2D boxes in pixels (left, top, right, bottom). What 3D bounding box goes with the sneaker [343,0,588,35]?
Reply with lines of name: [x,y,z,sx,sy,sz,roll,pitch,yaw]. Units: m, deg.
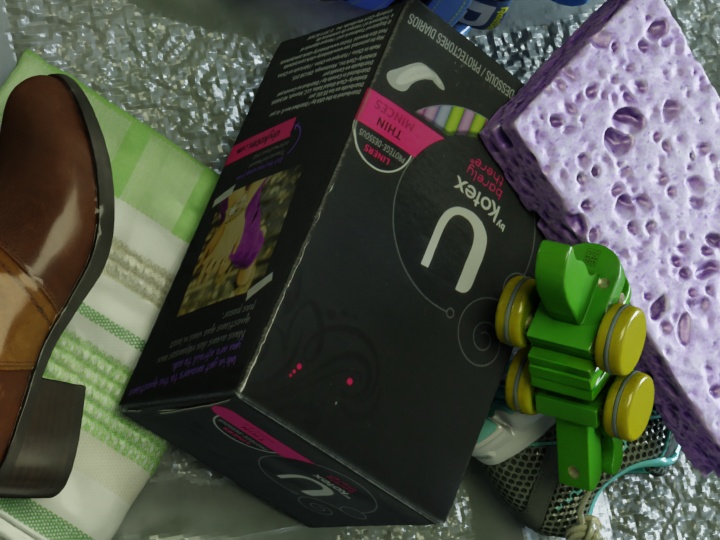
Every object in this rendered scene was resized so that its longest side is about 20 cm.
sneaker: [0.030,-0.152,1.129,0.200,0.074,0.082,-14,84,-23]

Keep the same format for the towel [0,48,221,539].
towel: [-0.138,0.019,1.047,0.149,0.031,0.200,34,65,-13]

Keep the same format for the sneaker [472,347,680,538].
sneaker: [0.131,0.053,1.128,0.200,0.078,0.091,-35,108,-22]

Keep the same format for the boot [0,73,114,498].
boot: [-0.207,-0.007,0.959,0.200,0.068,0.189,13,84,-32]

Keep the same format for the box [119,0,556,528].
box: [0.000,0.000,1.046,0.122,0.106,0.200,34,67,-28]

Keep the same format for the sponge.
sponge: [0.143,-0.017,1.069,0.112,0.030,0.200,-45,110,-31]

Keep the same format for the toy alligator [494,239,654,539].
toy alligator: [0.102,0.051,1.036,0.059,0.200,0.054,14,48,27]
